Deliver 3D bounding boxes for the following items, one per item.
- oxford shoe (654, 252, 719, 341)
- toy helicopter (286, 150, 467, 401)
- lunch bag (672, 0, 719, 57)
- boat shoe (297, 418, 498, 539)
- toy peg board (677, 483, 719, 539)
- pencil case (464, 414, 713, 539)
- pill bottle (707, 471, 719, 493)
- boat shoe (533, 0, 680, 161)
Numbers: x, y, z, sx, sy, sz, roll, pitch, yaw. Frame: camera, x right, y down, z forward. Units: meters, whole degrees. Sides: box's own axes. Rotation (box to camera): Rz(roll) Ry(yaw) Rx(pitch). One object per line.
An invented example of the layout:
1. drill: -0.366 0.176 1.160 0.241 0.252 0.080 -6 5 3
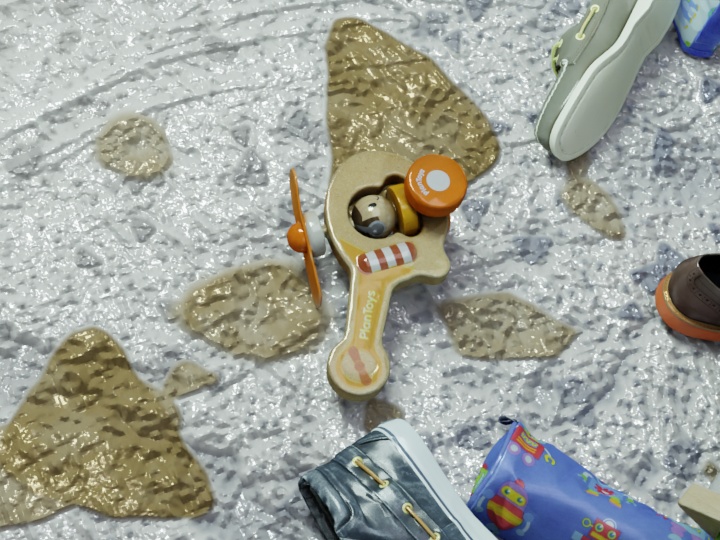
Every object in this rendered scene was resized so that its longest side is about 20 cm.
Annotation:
1. oxford shoe: 0.335 0.024 1.330 0.199 0.073 0.071 5 61 -14
2. toy helicopter: 0.000 0.000 1.275 0.132 0.079 0.200 12 65 -5
3. lunch bag: 0.320 -0.304 1.444 0.127 0.170 0.200 14 60 -3
4. boat shoe: 0.042 0.203 1.185 0.091 0.071 0.200 -28 65 -22
5. toy peg board: 0.294 0.251 1.084 0.199 0.200 0.098 43 81 -19
6. pencil case: 0.170 0.183 1.215 0.200 0.087 0.078 28 104 4
7. pill bottle: 0.335 0.109 1.191 0.113 0.113 0.200 37 83 8
8. boat shoe: 0.195 -0.177 1.412 0.060 0.072 0.202 23 67 30
